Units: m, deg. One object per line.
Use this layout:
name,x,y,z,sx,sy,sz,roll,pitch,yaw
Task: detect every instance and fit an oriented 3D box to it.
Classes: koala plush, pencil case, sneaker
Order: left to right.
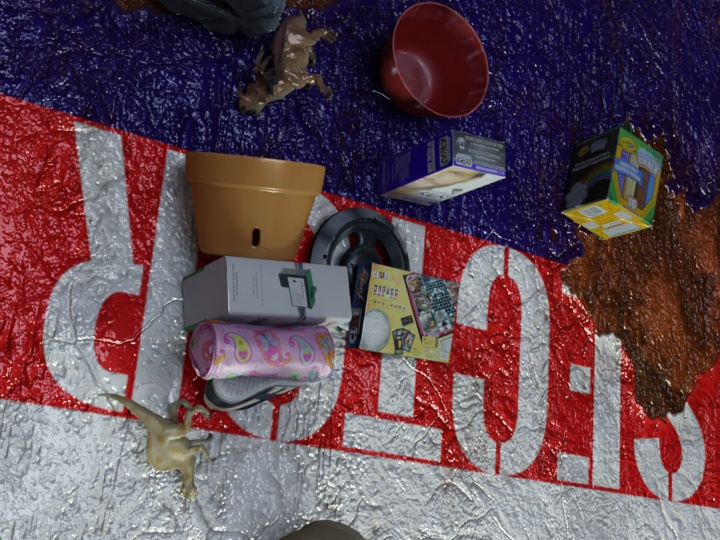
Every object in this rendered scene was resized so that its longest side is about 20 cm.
koala plush,-0.187,-0.475,1.553,0.184,0.177,0.201,27,63,-46
sneaker,-0.139,0.148,1.490,0.200,0.079,0.079,-12,72,-38
pencil case,-0.130,0.113,1.410,0.200,0.087,0.088,7,76,-35

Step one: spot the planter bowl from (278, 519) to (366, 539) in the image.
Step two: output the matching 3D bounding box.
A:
planter bowl,-0.054,0.434,1.429,0.200,0.200,0.135,52,30,-13

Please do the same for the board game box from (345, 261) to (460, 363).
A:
board game box,0.071,0.069,1.642,0.200,0.035,0.136,13,84,-41

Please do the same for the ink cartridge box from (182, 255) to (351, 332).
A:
ink cartridge box,-0.133,0.041,1.476,0.200,0.146,0.085,5,75,-34

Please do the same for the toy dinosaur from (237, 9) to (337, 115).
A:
toy dinosaur,-0.115,-0.335,1.607,0.135,0.086,0.201,15,74,-34

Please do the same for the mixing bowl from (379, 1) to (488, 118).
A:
mixing bowl,0.106,-0.338,1.748,0.200,0.108,0.201,9,73,-32

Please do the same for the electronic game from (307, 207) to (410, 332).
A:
electronic game,0.000,0.000,1.638,0.200,0.042,0.201,3,85,-37

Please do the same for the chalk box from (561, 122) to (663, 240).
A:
chalk box,0.481,-0.181,1.956,0.124,0.125,0.200,28,66,-26

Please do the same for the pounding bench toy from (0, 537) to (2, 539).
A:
pounding bench toy,-0.468,0.327,1.196,0.200,0.124,0.157,6,76,-33

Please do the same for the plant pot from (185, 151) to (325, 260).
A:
plant pot,-0.155,-0.090,1.477,0.200,0.200,0.141,3,95,-33

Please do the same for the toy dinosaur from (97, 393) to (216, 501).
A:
toy dinosaur,-0.257,0.220,1.405,0.101,0.058,0.200,-42,103,-32

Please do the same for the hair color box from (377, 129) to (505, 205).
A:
hair color box,0.128,-0.161,1.665,0.109,0.200,0.065,8,74,-33
